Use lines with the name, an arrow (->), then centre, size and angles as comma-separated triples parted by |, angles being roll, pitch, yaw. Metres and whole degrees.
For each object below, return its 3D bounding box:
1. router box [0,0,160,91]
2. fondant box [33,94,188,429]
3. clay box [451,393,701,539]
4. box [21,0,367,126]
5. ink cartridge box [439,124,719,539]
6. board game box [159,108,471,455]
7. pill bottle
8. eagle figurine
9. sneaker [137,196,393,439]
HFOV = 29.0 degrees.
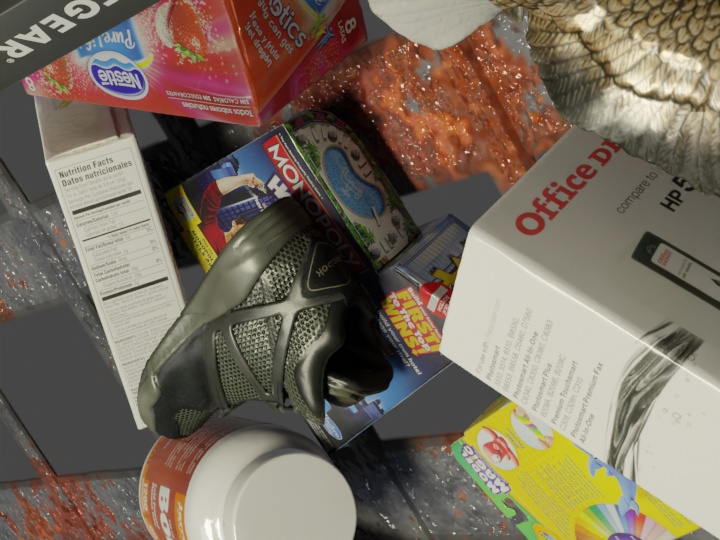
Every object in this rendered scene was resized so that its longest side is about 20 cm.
router box -> -0.147, -0.196, 0.690 | 0.198, 0.052, 0.159 | -22, 66, 31
fondant box -> -0.154, -0.022, 0.903 | 0.145, 0.057, 0.202 | -119, 15, -57
clay box -> 0.140, 0.097, 0.776 | 0.115, 0.048, 0.200 | 48, 144, 1
box -> -0.106, -0.151, 0.765 | 0.198, 0.100, 0.096 | 12, 130, 39
ink cartridge box -> 0.155, 0.021, 0.612 | 0.199, 0.146, 0.085 | 33, 142, 19
board game box -> 0.000, 0.000, 0.823 | 0.199, 0.062, 0.201 | -21, 106, 50
pill bottle -> -0.078, 0.159, 0.957 | 0.113, 0.112, 0.200 | 57, 160, -11
eagle figurine -> 0.114, -0.123, 0.535 | 0.200, 0.150, 0.152 | 44, 117, 43
sneaker -> -0.056, 0.060, 0.805 | 0.114, 0.076, 0.200 | 46, 129, 8
